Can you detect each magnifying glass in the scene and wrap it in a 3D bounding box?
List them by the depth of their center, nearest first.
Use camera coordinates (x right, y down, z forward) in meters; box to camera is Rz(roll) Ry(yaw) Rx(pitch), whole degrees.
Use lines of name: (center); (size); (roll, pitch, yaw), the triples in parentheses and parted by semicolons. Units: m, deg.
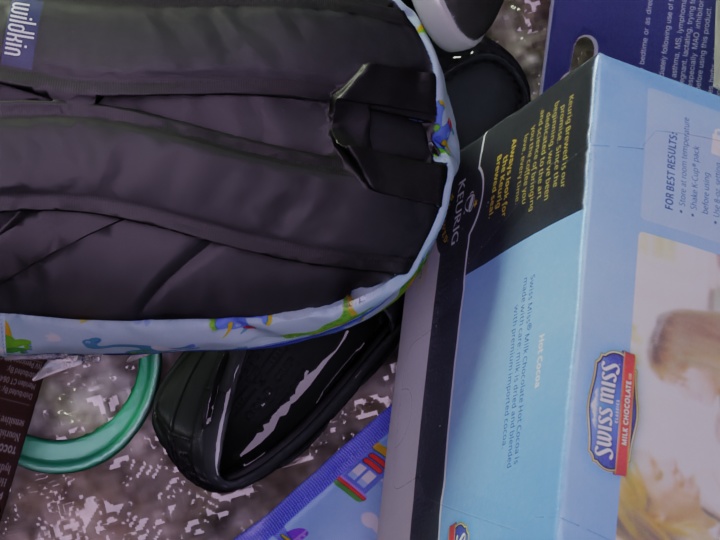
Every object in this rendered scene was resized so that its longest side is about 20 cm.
magnifying glass: (-0.117, -0.022, 0.983); (0.079, 0.022, 0.200); (0, 85, 1)

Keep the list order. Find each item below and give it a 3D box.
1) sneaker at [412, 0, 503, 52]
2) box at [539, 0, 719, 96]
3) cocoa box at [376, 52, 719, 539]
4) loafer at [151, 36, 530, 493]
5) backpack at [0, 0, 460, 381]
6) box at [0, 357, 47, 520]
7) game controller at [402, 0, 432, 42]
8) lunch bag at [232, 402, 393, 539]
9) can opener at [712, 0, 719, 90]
sneaker: (0.076, -0.174, 0.926); (0.099, 0.071, 0.200); (1, 67, 32)
box: (0.167, -0.060, 0.953); (0.200, 0.032, 0.121); (8, 108, 6)
cocoa box: (0.093, 0.053, 0.857); (0.133, 0.131, 0.200); (17, 64, -22)
loafer: (0.000, 0.000, 0.950); (0.068, 0.070, 0.201); (38, 88, -23)
backpack: (-0.066, -0.043, 0.854); (0.200, 0.154, 0.163); (-1, 77, 8)
box: (-0.191, 0.092, 0.933); (0.100, 0.075, 0.200); (15, 84, 27)
game controller: (-0.031, -0.157, 0.983); (0.104, 0.042, 0.200); (-6, 86, 0)
lunch bag: (0.064, 0.105, 0.947); (0.200, 0.094, 0.151); (-40, 84, -12)
can opener: (0.159, -0.144, 0.922); (0.067, 0.053, 0.200); (22, 56, -22)
